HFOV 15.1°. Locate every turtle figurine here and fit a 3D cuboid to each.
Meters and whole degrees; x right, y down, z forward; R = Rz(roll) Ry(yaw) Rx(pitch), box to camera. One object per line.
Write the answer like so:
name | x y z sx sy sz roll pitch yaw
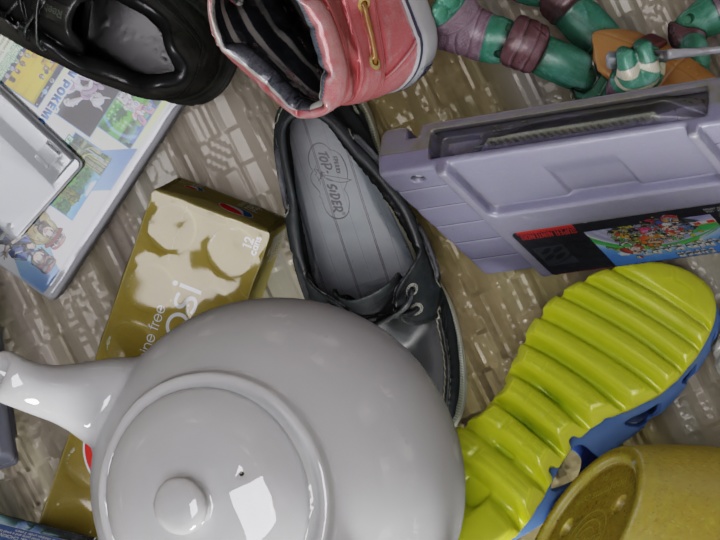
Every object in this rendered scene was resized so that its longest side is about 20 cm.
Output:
turtle figurine | 0.140 -0.104 1.340 0.199 0.150 0.101 26 118 12

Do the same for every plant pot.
plant pot | 0.160 0.163 1.315 0.142 0.200 0.200 32 101 -14

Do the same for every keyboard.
keyboard | -0.235 -0.104 1.425 0.200 0.011 0.056 43 105 1

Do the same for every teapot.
teapot | -0.050 0.108 1.295 0.199 0.146 0.198 -17 85 21

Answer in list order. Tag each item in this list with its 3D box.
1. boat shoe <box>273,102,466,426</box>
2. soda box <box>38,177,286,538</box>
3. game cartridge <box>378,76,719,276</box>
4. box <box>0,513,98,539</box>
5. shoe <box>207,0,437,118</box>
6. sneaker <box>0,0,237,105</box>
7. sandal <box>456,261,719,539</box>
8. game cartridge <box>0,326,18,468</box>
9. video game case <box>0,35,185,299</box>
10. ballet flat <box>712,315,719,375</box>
boat shoe | 0.002 -0.001 1.398 0.074 0.066 0.200 -13 96 9
soda box | -0.104 0.056 1.422 0.067 0.064 0.201 21 99 5
game cartridge | 0.125 -0.042 1.325 0.199 0.130 0.039 -8 59 27
box | -0.243 0.178 1.393 0.199 0.137 0.040 10 140 28
shoe | -0.041 -0.169 1.297 0.071 0.091 0.201 -28 89 38
sneaker | -0.158 -0.142 1.368 0.199 0.091 0.076 22 101 5
sandal | 0.105 0.076 1.393 0.200 0.087 0.079 -42 65 -7
game cartridge | -0.285 0.062 1.435 0.199 0.041 0.134 -15 65 6
video game case | -0.181 -0.117 1.431 0.182 0.022 0.200 35 100 2
ballet flat | 0.239 -0.013 1.366 0.072 0.072 0.200 31 101 3
